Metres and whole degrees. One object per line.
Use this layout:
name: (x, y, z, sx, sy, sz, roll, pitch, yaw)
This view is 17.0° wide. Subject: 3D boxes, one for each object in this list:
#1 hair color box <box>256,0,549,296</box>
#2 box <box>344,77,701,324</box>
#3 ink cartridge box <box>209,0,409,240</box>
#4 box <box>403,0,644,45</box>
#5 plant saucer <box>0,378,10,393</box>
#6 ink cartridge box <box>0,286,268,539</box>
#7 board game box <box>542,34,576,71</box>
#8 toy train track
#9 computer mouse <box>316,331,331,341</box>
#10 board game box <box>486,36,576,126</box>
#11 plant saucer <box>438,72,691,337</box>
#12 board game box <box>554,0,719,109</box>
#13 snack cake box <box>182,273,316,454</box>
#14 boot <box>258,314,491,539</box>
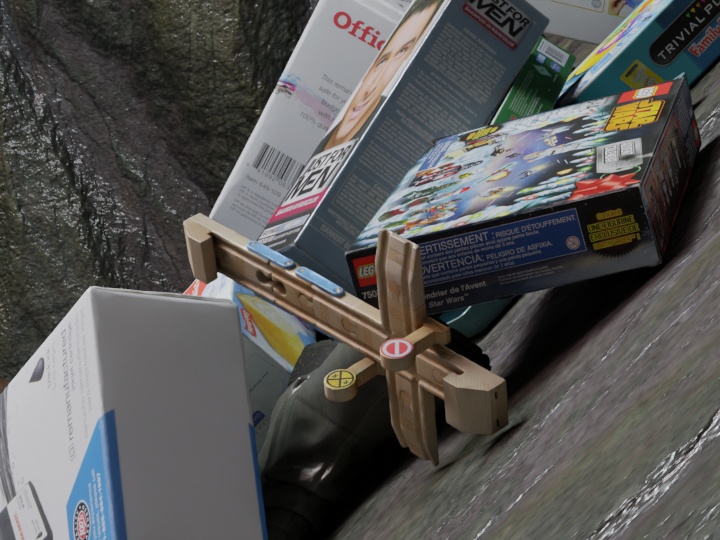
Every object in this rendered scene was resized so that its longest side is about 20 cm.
hair color box: (0.020, -0.075, 1.400, 0.201, 0.060, 0.099, -57, 14, -15)
box: (0.081, -0.035, 1.125, 0.136, 0.040, 0.200, -13, 14, 16)
ink cartridge box: (0.007, -0.103, 1.814, 0.201, 0.146, 0.146, -61, -3, 16)
box: (0.136, -0.228, 1.657, 0.113, 0.199, 0.102, -51, -29, -59)
plant saucer: (-0.223, 0.163, 1.665, 0.032, 0.202, 0.200, -15, -2, -12)
ink cartridge box: (-0.129, 0.119, 1.187, 0.200, 0.083, 0.146, -45, 47, 49)
board game box: (0.092, -0.119, 1.657, 0.035, 0.126, 0.200, -42, 5, 31)
toy train track: (-0.017, 0.025, 1.053, 0.032, 0.115, 0.199, -30, 40, -31)
computer mouse: (0.000, 0.000, 1.525, 0.141, 0.046, 0.200, -54, 13, 20)
board game box: (0.067, -0.046, 1.403, 0.135, 0.029, 0.200, -59, 0, 26)
plant saucer: (0.112, -0.031, 1.339, 0.200, 0.019, 0.070, -45, 4, -21)
board game box: (0.199, -0.153, 1.496, 0.200, 0.047, 0.151, -45, 4, -7)
snack cake box: (-0.086, 0.063, 1.389, 0.115, 0.067, 0.200, -48, 11, 10)
boot: (-0.013, 0.092, 1.161, 0.131, 0.068, 0.200, -59, 10, -22)
